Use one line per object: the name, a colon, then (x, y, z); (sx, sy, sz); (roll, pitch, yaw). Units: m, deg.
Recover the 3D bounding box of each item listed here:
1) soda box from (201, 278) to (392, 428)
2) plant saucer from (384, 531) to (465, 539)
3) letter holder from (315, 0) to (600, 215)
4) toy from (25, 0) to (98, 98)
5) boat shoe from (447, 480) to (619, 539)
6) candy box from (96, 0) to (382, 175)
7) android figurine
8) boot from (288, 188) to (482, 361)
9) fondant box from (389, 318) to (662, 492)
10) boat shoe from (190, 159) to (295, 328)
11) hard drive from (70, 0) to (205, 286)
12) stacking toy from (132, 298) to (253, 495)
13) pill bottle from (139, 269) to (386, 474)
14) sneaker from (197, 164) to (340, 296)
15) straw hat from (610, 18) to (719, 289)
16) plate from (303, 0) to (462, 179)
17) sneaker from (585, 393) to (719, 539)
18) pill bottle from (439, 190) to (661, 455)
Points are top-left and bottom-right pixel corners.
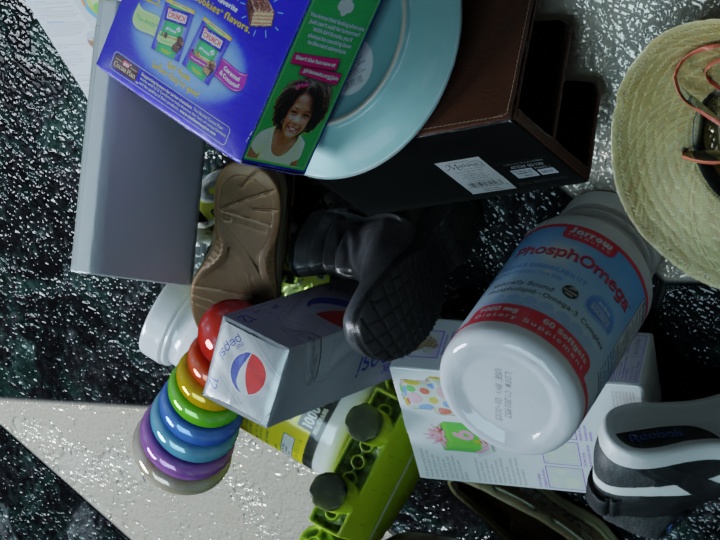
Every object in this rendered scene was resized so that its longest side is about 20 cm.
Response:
soda box: (-0.034, 0.058, 1.478); (0.063, 0.200, 0.069); (25, 110, 25)
plant saucer: (0.101, 0.262, 1.641); (0.199, 0.032, 0.200); (18, 162, 6)
letter holder: (0.065, -0.134, 1.397); (0.199, 0.143, 0.100); (-7, 152, 39)
toy: (-0.209, -0.213, 1.539); (0.115, 0.047, 0.201); (1, 130, 39)
boat shoe: (0.152, 0.224, 1.644); (0.200, 0.063, 0.073); (42, 136, -4)
candy box: (-0.075, -0.195, 1.350); (0.169, 0.077, 0.201); (35, 109, 35)
android figurine: (0.011, 0.163, 1.610); (0.041, 0.183, 0.200); (26, 179, 17)
boot: (0.000, 0.000, 1.465); (0.131, 0.200, 0.070); (1, 121, 29)
fondant box: (0.134, 0.108, 1.520); (0.199, 0.058, 0.145); (3, 139, 17)
boat shoe: (-0.084, -0.023, 1.510); (0.072, 0.072, 0.201); (18, 133, 10)
hard drive: (-0.163, -0.093, 1.476); (0.026, 0.132, 0.201); (5, 88, 30)
stacking toy: (-0.119, 0.095, 1.540); (0.085, 0.085, 0.200); (34, 139, 5)
pill bottle: (-0.083, 0.080, 1.649); (0.199, 0.113, 0.113); (28, 136, 11)
sneaker: (-0.062, 0.002, 1.597); (0.200, 0.076, 0.075); (37, 135, -1)
straw hat: (0.267, -0.090, 1.293); (0.200, 0.085, 0.202); (16, 126, 22)
plate: (-0.014, -0.165, 1.369); (0.199, 0.202, 0.026); (-9, 164, 38)
sneaker: (0.264, 0.150, 1.461); (0.199, 0.073, 0.112); (2, 136, -10)
pill bottle: (0.144, 0.031, 1.390); (0.108, 0.200, 0.109); (18, 133, 20)
